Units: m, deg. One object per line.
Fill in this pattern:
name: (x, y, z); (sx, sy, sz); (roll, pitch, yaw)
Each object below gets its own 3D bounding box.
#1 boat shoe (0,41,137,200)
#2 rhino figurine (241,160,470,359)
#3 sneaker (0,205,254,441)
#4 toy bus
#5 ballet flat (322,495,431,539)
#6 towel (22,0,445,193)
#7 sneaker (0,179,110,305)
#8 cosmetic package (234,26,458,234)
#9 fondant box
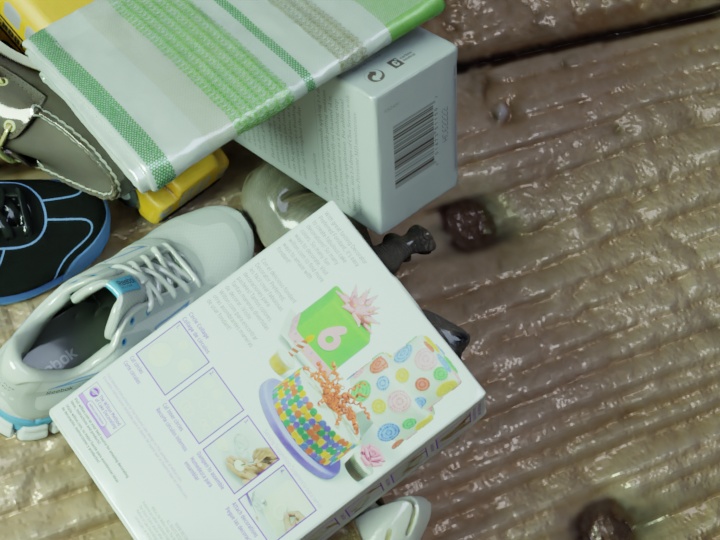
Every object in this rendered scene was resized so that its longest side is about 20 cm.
boat shoe: (-0.214, -0.097, 0.820); (0.199, 0.072, 0.060); (36, 53, 12)
rhino figurine: (0.000, 0.000, 0.870); (0.087, 0.060, 0.200); (-31, 77, -23)
sneaker: (-0.131, 0.020, 0.804); (0.075, 0.087, 0.200); (45, 59, 5)
toy bus: (-0.165, -0.129, 0.859); (0.065, 0.078, 0.200); (-39, 84, -29)
ballet flat: (-0.001, 0.125, 0.807); (0.068, 0.072, 0.201); (24, 43, -61)
towel: (-0.071, -0.131, 0.773); (0.199, 0.031, 0.149); (-32, 53, -17)
sneaker: (-0.233, -0.019, 0.787); (0.199, 0.078, 0.070); (-17, 73, -25)
cosmetic package: (-0.034, -0.118, 0.840); (0.071, 0.102, 0.200); (-34, 51, -29)
fondant box: (-0.050, 0.079, 0.770); (0.200, 0.058, 0.145); (-37, 71, -5)
